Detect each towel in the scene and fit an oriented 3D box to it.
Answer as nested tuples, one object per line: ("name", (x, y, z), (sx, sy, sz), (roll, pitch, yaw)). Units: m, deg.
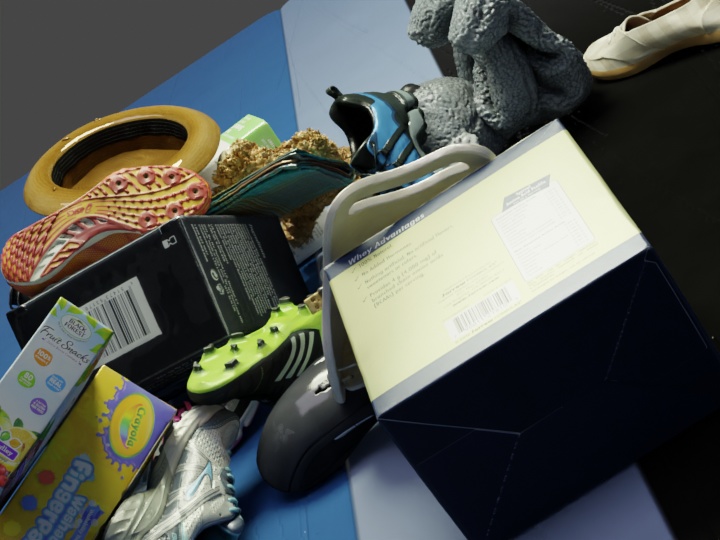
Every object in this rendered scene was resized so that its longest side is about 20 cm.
("towel", (-0.111, -0.052, 1.637), (0.200, 0.022, 0.147), (-29, -12, 18))

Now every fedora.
("fedora", (-0.223, -0.084, 1.704), (0.200, 0.082, 0.201), (-13, 35, 9))

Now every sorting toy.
("sorting toy", (0.047, -0.017, 1.279), (0.199, 0.180, 0.107), (-20, 55, -2))

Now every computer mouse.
("computer mouse", (-0.022, 0.069, 1.370), (0.200, 0.046, 0.140), (-39, 53, -1))

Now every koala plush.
("koala plush", (0.107, -0.154, 1.693), (0.200, 0.183, 0.177), (-57, 18, -1))

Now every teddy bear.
("teddy bear", (-0.060, -0.081, 1.726), (0.145, 0.199, 0.067), (-59, 40, 25))

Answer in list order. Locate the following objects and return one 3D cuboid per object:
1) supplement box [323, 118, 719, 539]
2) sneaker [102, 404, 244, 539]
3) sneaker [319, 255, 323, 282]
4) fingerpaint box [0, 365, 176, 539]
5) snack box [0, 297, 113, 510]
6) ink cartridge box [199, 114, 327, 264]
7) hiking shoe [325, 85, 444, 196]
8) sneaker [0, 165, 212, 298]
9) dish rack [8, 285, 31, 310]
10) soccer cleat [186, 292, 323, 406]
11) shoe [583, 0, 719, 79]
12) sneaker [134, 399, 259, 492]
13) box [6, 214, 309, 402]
("supplement box", (0.105, 0.038, 1.159), (0.200, 0.134, 0.200), (-32, 29, 6))
("sneaker", (-0.125, 0.183, 1.345), (0.086, 0.078, 0.200), (18, 40, 10))
("sneaker", (0.000, 0.000, 1.602), (0.071, 0.073, 0.200), (-39, 8, 17))
("fingerpaint box", (-0.236, 0.197, 1.353), (0.200, 0.073, 0.167), (-59, 2, -35))
("snack box", (-0.258, 0.117, 1.315), (0.142, 0.053, 0.200), (-59, 5, -26))
("ink cartridge box", (-0.146, -0.043, 1.814), (0.200, 0.146, 0.084), (-37, 18, -7))
("hiking shoe", (0.031, -0.082, 1.593), (0.074, 0.086, 0.200), (-58, 43, 37))
("sneaker", (-0.226, -0.037, 1.575), (0.199, 0.073, 0.077), (-22, -18, 4))
("dish rack", (-0.285, 0.072, 1.717), (0.054, 0.201, 0.153), (15, 27, 15))
("soccer cleat", (-0.074, 0.082, 1.443), (0.067, 0.081, 0.200), (-6, 14, 28))
("shoe", (0.288, -0.234, 1.685), (0.200, 0.053, 0.070), (-14, 28, 47))
("sneaker", (-0.180, 0.143, 1.511), (0.200, 0.088, 0.074), (-35, 19, -2))
("box", (-0.172, 0.042, 1.586), (0.196, 0.118, 0.200), (-27, -8, 21))
